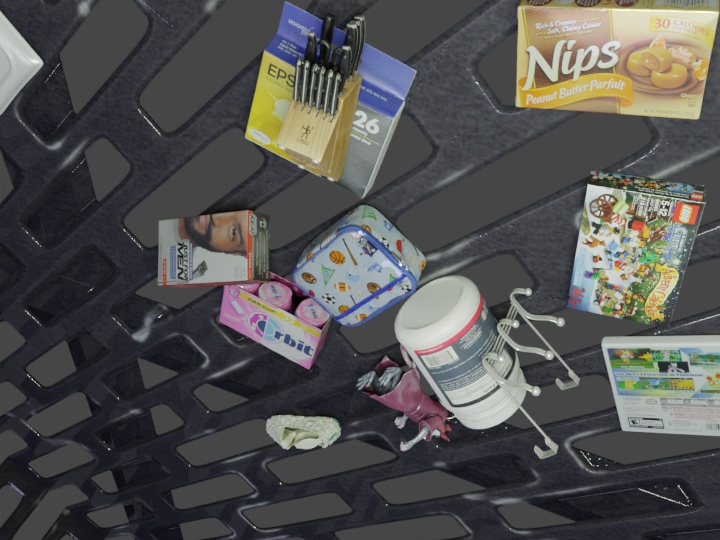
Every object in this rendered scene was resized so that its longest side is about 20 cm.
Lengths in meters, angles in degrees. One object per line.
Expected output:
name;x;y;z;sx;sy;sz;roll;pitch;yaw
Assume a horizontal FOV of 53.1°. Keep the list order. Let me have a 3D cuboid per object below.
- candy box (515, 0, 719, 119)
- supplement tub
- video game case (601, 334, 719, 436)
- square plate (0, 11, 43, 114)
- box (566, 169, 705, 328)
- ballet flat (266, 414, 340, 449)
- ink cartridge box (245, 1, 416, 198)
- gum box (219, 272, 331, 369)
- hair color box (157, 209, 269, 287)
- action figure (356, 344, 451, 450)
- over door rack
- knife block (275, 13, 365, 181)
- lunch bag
candy box;0.268;-0.233;0.773;0.196;0.056;0.117;10;132;22
supplement tub;0.153;0.123;1.081;0.139;0.141;0.201;-15;121;37
video game case;0.464;0.167;1.038;0.197;0.022;0.184;-3;126;32
square plate;-0.630;-0.366;1.165;0.198;0.029;0.199;-22;114;40
box;0.347;-0.025;0.923;0.134;0.038;0.203;12;132;19
ballet flat;-0.130;0.333;1.472;0.197;0.072;0.072;-11;122;36
ink cartridge box;-0.047;-0.219;0.966;0.195;0.047;0.201;28;137;4
gum box;-0.151;0.073;1.257;0.197;0.067;0.114;27;136;6
hair color box;-0.242;-0.032;1.181;0.197;0.064;0.114;-4;84;30
action figure;0.095;0.225;1.259;0.199;0.134;0.150;36;94;-22
over door rack;0.261;0.145;1.040;0.066;0.148;0.201;-13;121;42
knife block;-0.037;-0.218;0.902;0.063;0.178;0.200;23;179;8
lunch bag;0.000;0.000;1.109;0.160;0.076;0.199;43;136;-15
